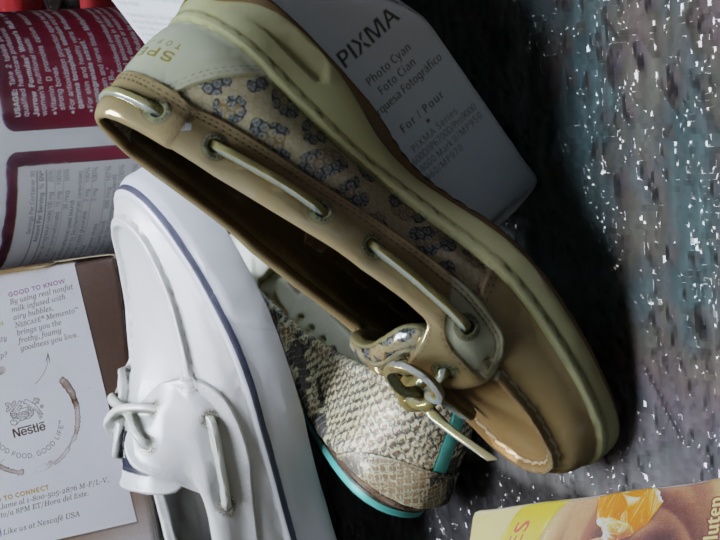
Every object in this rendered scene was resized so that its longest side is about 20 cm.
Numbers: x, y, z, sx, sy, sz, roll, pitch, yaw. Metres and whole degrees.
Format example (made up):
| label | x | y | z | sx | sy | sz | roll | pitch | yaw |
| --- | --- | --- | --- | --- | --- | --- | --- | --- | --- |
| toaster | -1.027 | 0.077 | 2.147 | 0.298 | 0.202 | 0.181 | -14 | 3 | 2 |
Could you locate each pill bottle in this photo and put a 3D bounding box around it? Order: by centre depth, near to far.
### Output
| label | x | y | z | sx | sy | sz | roll | pitch | yaw |
| --- | --- | --- | --- | --- | --- | --- | --- | --- | --- |
| pill bottle | -0.135 | -0.056 | 0.874 | 0.109 | 0.199 | 0.110 | 23 | 116 | 61 |

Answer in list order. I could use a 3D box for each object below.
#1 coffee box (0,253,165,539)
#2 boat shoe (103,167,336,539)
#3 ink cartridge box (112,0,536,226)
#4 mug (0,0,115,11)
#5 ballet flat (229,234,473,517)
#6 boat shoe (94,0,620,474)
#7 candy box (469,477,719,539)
| label | x | y | z | sx | sy | sz | roll | pitch | yaw |
| --- | --- | --- | --- | --- | --- | --- | --- | --- | --- |
| coffee box | -0.116 | 0.099 | 0.849 | 0.114 | 0.079 | 0.201 | 61 | -160 | -87 |
| boat shoe | -0.063 | 0.061 | 0.771 | 0.072 | 0.065 | 0.201 | 20 | 130 | 58 |
| ink cartridge box | -0.041 | -0.100 | 0.725 | 0.200 | 0.047 | 0.160 | 55 | 164 | -23 |
| mug | -0.190 | -0.069 | 1.075 | 0.200 | 0.133 | 0.178 | 58 | 146 | 37 |
| ballet flat | -0.015 | 0.020 | 0.812 | 0.200 | 0.068 | 0.076 | 39 | 109 | 49 |
| boat shoe | 0.000 | 0.000 | 0.659 | 0.200 | 0.063 | 0.073 | 45 | 155 | -7 |
| candy box | 0.072 | 0.157 | 0.527 | 0.115 | 0.055 | 0.201 | -15 | 56 | 43 |
